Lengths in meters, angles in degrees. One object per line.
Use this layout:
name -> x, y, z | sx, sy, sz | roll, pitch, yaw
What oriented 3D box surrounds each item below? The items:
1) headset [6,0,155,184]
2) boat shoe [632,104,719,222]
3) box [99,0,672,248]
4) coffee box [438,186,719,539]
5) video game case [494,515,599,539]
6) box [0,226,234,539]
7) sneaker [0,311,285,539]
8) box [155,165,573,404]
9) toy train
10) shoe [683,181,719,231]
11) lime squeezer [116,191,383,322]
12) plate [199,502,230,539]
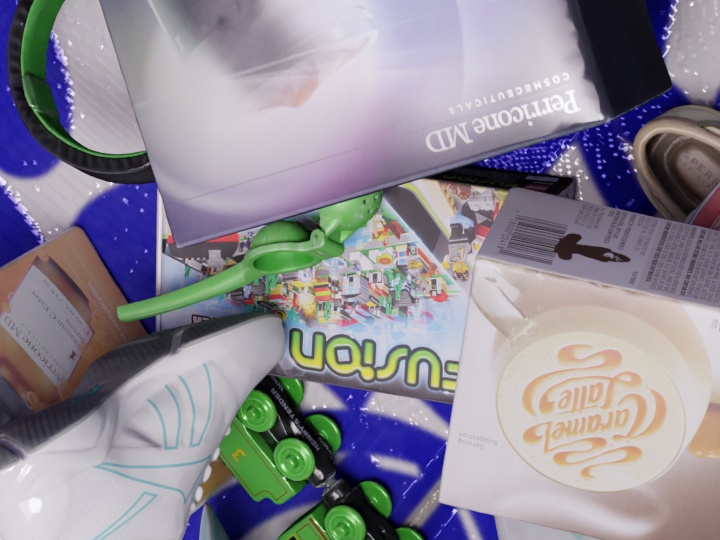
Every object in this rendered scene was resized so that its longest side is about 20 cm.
headset -> -0.076, -0.121, 1.315 | 0.199, 0.094, 0.124 | -25, 71, 13
boat shoe -> 0.200, 0.001, 1.268 | 0.200, 0.065, 0.072 | 42, 102, 8
box -> 0.000, -0.134, 1.187 | 0.199, 0.123, 0.200 | -16, 96, 21
coffee box -> 0.141, 0.051, 1.163 | 0.199, 0.080, 0.115 | 13, 116, 9
video game case -> 0.164, 0.135, 1.212 | 0.199, 0.022, 0.183 | -12, 72, 3
box -> -0.173, 0.089, 1.367 | 0.106, 0.200, 0.153 | -31, 93, 25
sneaker -> -0.099, 0.080, 1.303 | 0.070, 0.200, 0.081 | -11, 107, 41
box -> 0.000, 0.000, 1.367 | 0.199, 0.035, 0.111 | 8, 108, 19
toy train -> -0.005, 0.134, 1.406 | 0.056, 0.042, 0.200 | -38, 90, 35
shoe -> 0.191, -0.041, 1.192 | 0.071, 0.091, 0.200 | 41, 88, 13
lime squeezer -> -0.034, -0.031, 1.327 | 0.071, 0.038, 0.200 | 44, 104, 14
plate -> -0.064, 0.212, 1.375 | 0.025, 0.200, 0.202 | 0, 107, -6
